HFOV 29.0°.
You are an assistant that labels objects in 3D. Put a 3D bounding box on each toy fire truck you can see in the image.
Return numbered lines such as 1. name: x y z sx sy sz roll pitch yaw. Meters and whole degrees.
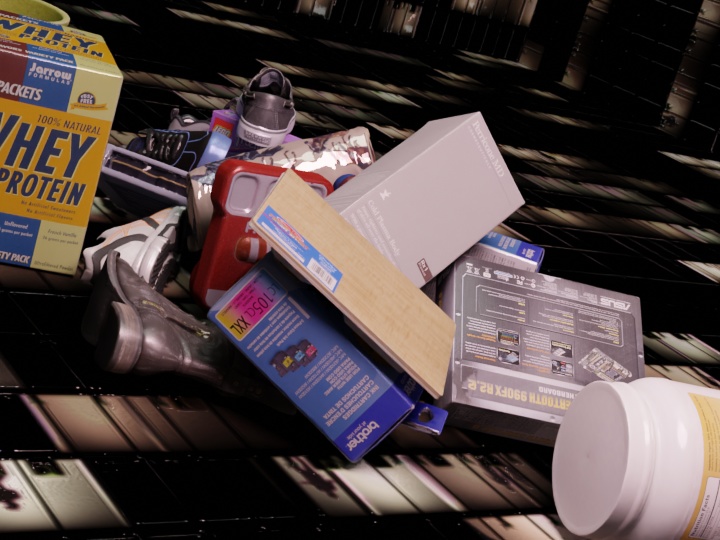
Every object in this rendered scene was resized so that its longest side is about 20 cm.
1. toy fire truck: -0.060 -0.014 1.315 0.199 0.168 0.112 6 20 -33

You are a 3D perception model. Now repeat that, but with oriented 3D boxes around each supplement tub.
1. supplement tub: 0.268 0.165 1.112 0.199 0.145 0.144 12 17 -18

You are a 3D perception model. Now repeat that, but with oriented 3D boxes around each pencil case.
1. pencil case: -0.079 -0.077 1.368 0.199 0.090 0.078 -15 30 -13

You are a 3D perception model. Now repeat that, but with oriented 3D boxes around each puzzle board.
1. puzzle board: -0.004 0.009 1.128 0.200 0.017 0.151 43 20 -7

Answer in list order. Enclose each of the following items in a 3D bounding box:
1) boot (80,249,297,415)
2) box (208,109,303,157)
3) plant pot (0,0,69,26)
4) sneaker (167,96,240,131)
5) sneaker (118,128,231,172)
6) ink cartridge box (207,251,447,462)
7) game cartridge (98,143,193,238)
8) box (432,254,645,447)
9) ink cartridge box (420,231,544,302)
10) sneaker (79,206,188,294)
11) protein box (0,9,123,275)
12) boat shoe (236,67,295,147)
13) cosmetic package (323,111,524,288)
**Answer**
1. boot: -0.144 0.060 1.200 0.174 0.069 0.200 16 19 -23
2. box: -0.093 -0.083 1.563 0.200 0.137 0.039 24 18 22
3. plant pot: -0.446 -0.220 1.566 0.200 0.185 0.200 16 15 -4
4. sneaker: -0.152 -0.136 1.667 0.199 0.140 0.078 21 16 13
5. sneaker: -0.213 -0.123 1.540 0.078 0.070 0.200 30 -22 -23
6. ink cartridge box: -0.015 0.067 1.150 0.200 0.076 0.136 47 18 -2
7. game cartridge: -0.197 -0.073 1.494 0.199 0.041 0.133 21 -20 23
8. box: 0.168 0.081 1.299 0.199 0.048 0.159 12 57 -15
9. ink cartridge box: 0.100 0.024 1.410 0.199 0.137 0.076 20 18 9
10. sneaker: -0.217 -0.024 1.364 0.080 0.074 0.200 8 12 2
11. protein box: -0.330 -0.132 1.365 0.134 0.201 0.199 11 17 -20
12. boat shoe: -0.103 -0.190 1.539 0.070 0.066 0.200 16 17 -3
13. cosmetic package: 0.046 -0.053 1.288 0.200 0.107 0.090 -39 18 -27
